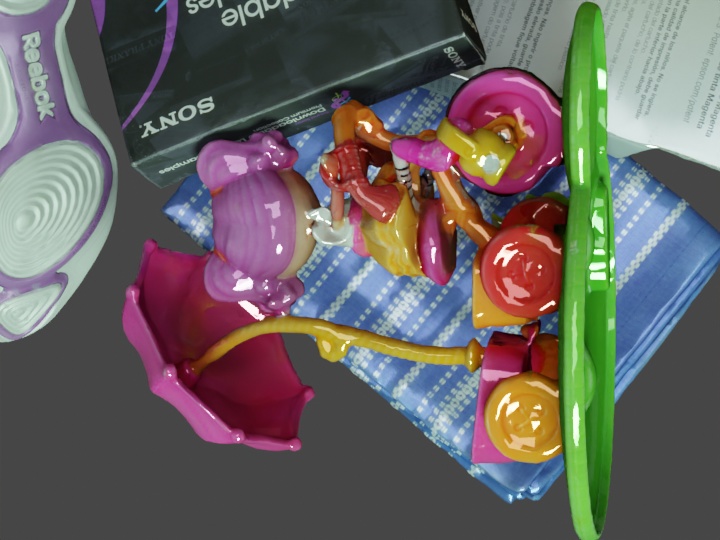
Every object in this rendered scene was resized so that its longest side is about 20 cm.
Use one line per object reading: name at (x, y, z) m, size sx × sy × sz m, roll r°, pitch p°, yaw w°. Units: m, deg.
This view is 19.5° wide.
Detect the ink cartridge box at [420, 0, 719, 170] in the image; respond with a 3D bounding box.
ink cartridge box at (0.096, -0.154, 0.857) m, size 0.200 × 0.043 × 0.197 m, roll 21°, pitch 82°, yaw 2°

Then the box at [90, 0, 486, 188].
box at (-0.045, -0.149, 0.831) m, size 0.143 × 0.036 × 0.200 m, roll -21°, pitch 72°, yaw 13°

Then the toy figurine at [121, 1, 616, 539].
toy figurine at (0.000, 0.000, 0.792) m, size 0.184 × 0.150 × 0.200 m, roll 1°, pitch 104°, yaw 11°

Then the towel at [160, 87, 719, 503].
towel at (0.035, -0.017, 0.869) m, size 0.200 × 0.024 × 0.145 m, roll 39°, pitch 89°, yaw 3°

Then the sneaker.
sneaker at (-0.152, -0.072, 0.861) m, size 0.075 × 0.100 × 0.200 m, roll -11°, pitch 109°, yaw -33°
